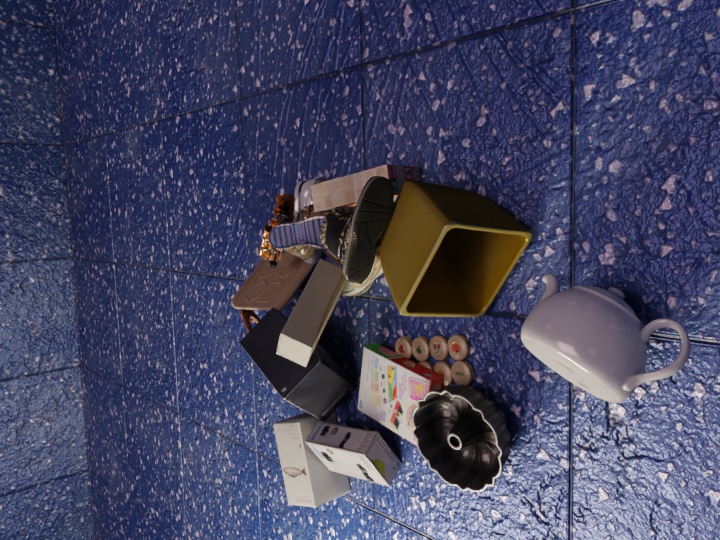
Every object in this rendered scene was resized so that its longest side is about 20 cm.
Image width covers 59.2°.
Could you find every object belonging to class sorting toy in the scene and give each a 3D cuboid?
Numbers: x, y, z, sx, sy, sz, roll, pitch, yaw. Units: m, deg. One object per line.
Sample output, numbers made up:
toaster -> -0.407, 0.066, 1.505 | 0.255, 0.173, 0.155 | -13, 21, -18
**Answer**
sorting toy -> -0.212, 0.029, 1.577 | 0.199, 0.186, 0.037 | 3, 140, 46

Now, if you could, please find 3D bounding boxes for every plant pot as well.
plant pot -> 0.142, -0.056, 1.137 | 0.201, 0.194, 0.195 | 58, 134, 42

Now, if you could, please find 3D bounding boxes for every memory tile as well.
memory tile -> 0.149, 0.209, 1.287 | 0.199, 0.017, 0.155 | -10, 88, 48

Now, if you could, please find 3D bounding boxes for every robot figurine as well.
robot figurine -> -0.199, -0.097, 1.523 | 0.201, 0.058, 0.146 | -83, 9, -58

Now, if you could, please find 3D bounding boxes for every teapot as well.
teapot -> 0.352, 0.092, 0.949 | 0.199, 0.197, 0.146 | 37, 84, 7

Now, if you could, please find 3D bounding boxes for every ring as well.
ring -> -0.256, 0.179, 1.628 | 0.019, 0.201, 0.201 | -30, 67, 1

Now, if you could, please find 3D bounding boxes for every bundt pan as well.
bundt pan -> 0.197, 0.304, 1.187 | 0.201, 0.075, 0.204 | 18, 117, 39

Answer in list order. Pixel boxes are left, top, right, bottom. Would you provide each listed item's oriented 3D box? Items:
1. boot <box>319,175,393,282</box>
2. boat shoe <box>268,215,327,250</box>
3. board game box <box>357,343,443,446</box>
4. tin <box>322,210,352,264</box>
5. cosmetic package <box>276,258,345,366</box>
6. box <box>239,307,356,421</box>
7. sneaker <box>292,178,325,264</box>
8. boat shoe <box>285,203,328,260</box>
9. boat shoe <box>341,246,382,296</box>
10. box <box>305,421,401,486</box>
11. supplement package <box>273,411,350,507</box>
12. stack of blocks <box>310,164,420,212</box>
boot -> -0.015, -0.099, 1.196 | 0.154, 0.073, 0.205 | 47, 127, 53
boat shoe -> -0.096, -0.086, 1.351 | 0.198, 0.072, 0.073 | 1, 104, 25
board game box -> 0.079, 0.259, 1.331 | 0.199, 0.040, 0.155 | 22, 112, 45
tin -> -0.038, -0.078, 1.391 | 0.113, 0.042, 0.200 | -60, 31, 6
cosmetic package -> -0.101, 0.088, 1.338 | 0.073, 0.201, 0.104 | 23, 148, 1
box -> -0.141, 0.217, 1.459 | 0.123, 0.198, 0.200 | -46, 55, -2
sneaker -> -0.110, -0.115, 1.494 | 0.080, 0.076, 0.202 | 2, 98, 40
boat shoe -> -0.103, -0.113, 1.415 | 0.201, 0.064, 0.071 | -57, 32, 19
boat shoe -> 0.000, 0.000, 1.385 | 0.200, 0.068, 0.075 | -40, 66, 43
box -> -0.018, 0.409, 1.422 | 0.199, 0.060, 0.117 | -3, 129, 45
supplement package -> -0.119, 0.456, 1.545 | 0.116, 0.117, 0.202 | -18, 83, 46
stack of blocks -> 0.011, -0.164, 1.292 | 0.199, 0.115, 0.059 | -8, 90, 38
